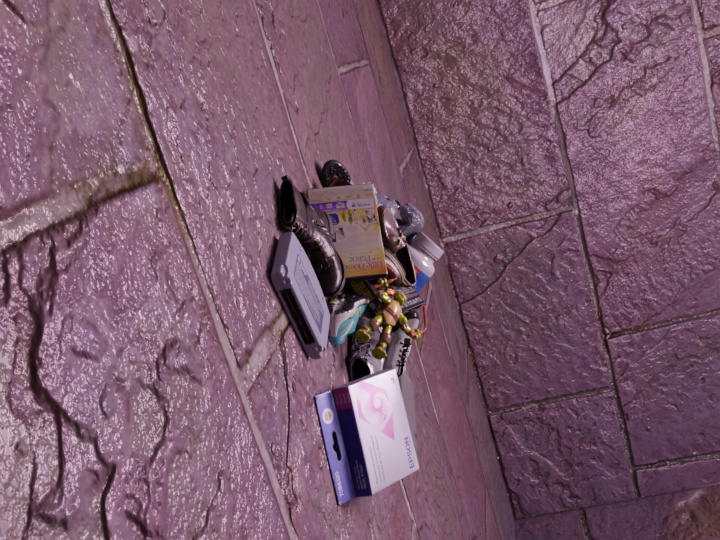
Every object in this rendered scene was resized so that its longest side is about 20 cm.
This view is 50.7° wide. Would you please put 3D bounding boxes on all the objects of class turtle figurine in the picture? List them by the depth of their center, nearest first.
[{"bbox_3d":[0.050,0.090,1.577,0.202,0.064,0.162,55,53,-24],"label":"turtle figurine"}]

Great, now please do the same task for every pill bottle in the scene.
[{"bbox_3d":[0.119,0.004,1.931,0.112,0.201,0.112,38,7,-6],"label":"pill bottle"}]

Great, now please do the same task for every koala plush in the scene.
[{"bbox_3d":[0.056,-0.129,2.008,0.202,0.181,0.178,59,-5,28],"label":"koala plush"}]

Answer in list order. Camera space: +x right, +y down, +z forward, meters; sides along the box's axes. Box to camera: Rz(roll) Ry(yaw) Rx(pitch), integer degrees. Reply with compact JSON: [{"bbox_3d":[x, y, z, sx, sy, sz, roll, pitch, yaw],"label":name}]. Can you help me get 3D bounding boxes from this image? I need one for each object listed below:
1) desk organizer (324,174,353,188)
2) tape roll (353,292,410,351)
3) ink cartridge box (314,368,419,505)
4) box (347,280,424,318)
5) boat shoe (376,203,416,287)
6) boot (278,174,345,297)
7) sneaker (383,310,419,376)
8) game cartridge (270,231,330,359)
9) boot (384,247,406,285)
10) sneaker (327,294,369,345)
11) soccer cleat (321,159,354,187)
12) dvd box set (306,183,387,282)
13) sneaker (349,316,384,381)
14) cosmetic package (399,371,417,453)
[{"bbox_3d":[-0.007,-0.116,1.701,0.076,0.072,0.200,28,-14,42],"label":"desk organizer"},{"bbox_3d":[0.052,0.123,1.796,0.202,0.037,0.206,39,38,-39],"label":"tape roll"},{"bbox_3d":[0.017,0.300,1.396,0.198,0.043,0.201,-12,88,-49],"label":"ink cartridge box"},{"bbox_3d":[0.053,0.039,1.760,0.161,0.044,0.199,53,25,12],"label":"box"},{"bbox_3d":[0.077,-0.054,1.694,0.072,0.059,0.204,-37,121,-44],"label":"boat shoe"},{"bbox_3d":[-0.100,-0.060,1.431,0.174,0.068,0.204,37,36,-64],"label":"boot"},{"bbox_3d":[0.084,0.180,1.672,0.072,0.203,0.080,9,26,-38],"label":"sneaker"},{"bbox_3d":[-0.104,0.041,1.353,0.134,0.041,0.203,-92,163,-55],"label":"game cartridge"},{"bbox_3d":[0.000,0.000,1.626,0.198,0.077,0.140,35,42,-12],"label":"boot"},{"bbox_3d":[-0.034,0.096,1.563,0.200,0.076,0.082,-37,131,-70],"label":"sneaker"},{"bbox_3d":[-0.049,-0.202,1.796,0.074,0.068,0.200,56,3,37],"label":"soccer cleat"},{"bbox_3d":[-0.029,-0.076,1.553,0.030,0.142,0.205,104,-22,-69],"label":"dvd box set"},{"bbox_3d":[0.012,0.184,1.614,0.082,0.073,0.204,53,25,-54],"label":"sneaker"},{"bbox_3d":[0.075,0.325,1.720,0.108,0.088,0.203,60,24,-46],"label":"cosmetic package"}]
